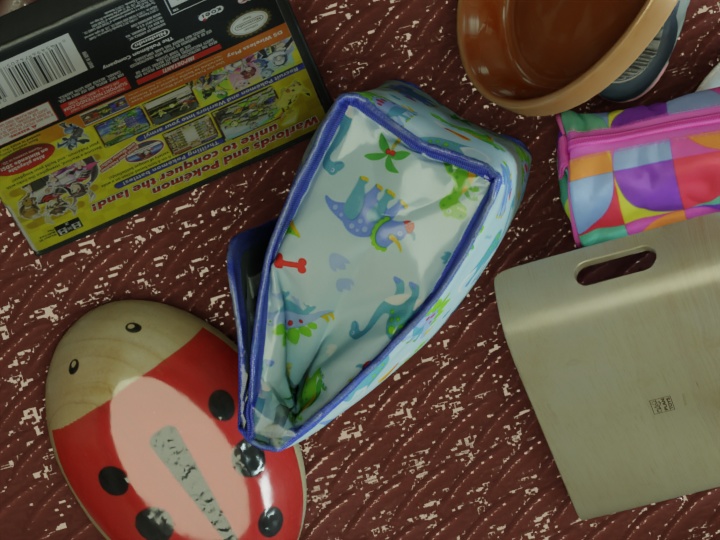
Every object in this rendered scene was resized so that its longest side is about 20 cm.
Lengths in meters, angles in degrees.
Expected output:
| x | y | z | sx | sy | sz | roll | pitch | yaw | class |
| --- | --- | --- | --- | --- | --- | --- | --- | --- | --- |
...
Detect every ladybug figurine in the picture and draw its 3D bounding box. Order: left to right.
| x | y | z | sx | sy | sz | roll | pitch | yaw | class |
| --- | --- | --- | --- | --- | --- | --- | --- | --- | --- |
| -0.106 | 0.110 | 1.629 | 0.136 | 0.072 | 0.200 | -37 | 100 | -2 | ladybug figurine |

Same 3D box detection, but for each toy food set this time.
| x | y | z | sx | sy | sz | roll | pitch | yaw | class |
| --- | --- | --- | --- | --- | --- | --- | --- | --- | --- |
| 0.173 | 0.058 | 1.608 | 0.143 | 0.061 | 0.201 | -15 | 130 | 12 | toy food set |

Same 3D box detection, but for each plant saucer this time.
| x | y | z | sx | sy | sz | roll | pitch | yaw | class |
| --- | --- | --- | --- | --- | --- | --- | --- | --- | --- |
| 0.128 | -0.179 | 1.534 | 0.032 | 0.200 | 0.201 | 23 | 100 | -31 | plant saucer |

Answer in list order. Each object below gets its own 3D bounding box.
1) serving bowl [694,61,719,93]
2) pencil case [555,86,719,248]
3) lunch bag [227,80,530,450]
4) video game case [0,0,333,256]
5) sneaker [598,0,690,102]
| x | y | z | sx | sy | sz | roll | pitch | yaw | class |
| --- | --- | --- | --- | --- | --- | --- | --- | --- | --- |
| 0.283 | -0.053 | 1.621 | 0.199 | 0.066 | 0.201 | 1 | 98 | 10 | serving bowl |
| 0.209 | -0.070 | 1.556 | 0.199 | 0.088 | 0.089 | -13 | 102 | 11 | pencil case |
| 0.000 | 0.000 | 1.560 | 0.127 | 0.170 | 0.201 | 27 | 102 | 7 | lunch bag |
| -0.127 | -0.102 | 1.557 | 0.199 | 0.026 | 0.181 | -24 | 144 | 1 | video game case |
| 0.171 | -0.193 | 1.602 | 0.070 | 0.082 | 0.201 | 20 | 79 | 14 | sneaker |
